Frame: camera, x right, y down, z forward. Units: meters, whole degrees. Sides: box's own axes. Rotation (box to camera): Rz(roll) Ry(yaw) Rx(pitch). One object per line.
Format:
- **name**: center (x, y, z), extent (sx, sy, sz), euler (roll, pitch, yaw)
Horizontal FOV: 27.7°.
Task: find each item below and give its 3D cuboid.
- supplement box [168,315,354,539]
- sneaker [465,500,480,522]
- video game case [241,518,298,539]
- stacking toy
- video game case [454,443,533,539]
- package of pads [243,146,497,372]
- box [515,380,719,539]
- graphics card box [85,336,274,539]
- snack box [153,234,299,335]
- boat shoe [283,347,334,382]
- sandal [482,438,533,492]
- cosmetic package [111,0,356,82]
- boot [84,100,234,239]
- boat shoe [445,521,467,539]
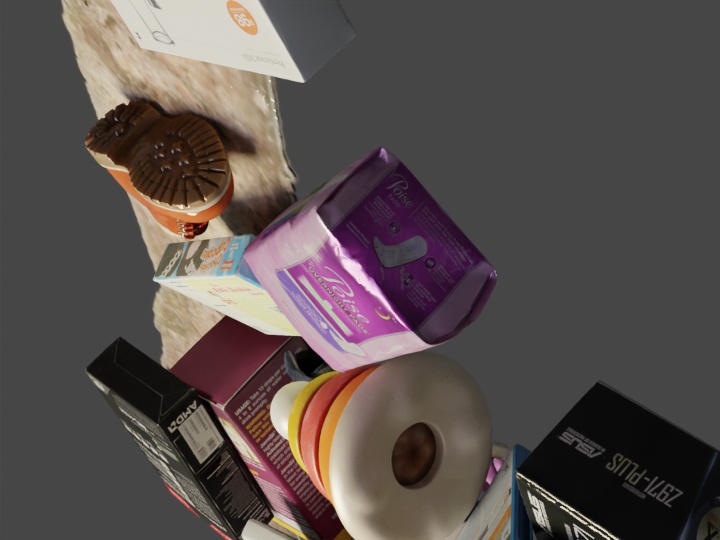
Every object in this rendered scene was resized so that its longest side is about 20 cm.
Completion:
- **supplement box**: center (-0.071, 0.149, 1.363), extent (0.130, 0.103, 0.201), euler (16, 145, 56)
- **sneaker**: center (0.087, 0.244, 1.213), extent (0.073, 0.087, 0.201), euler (35, 166, 27)
- **video game case**: center (0.014, 0.289, 1.306), extent (0.199, 0.024, 0.182), euler (17, 166, 41)
- **stacking toy**: center (-0.010, 0.120, 1.104), extent (0.199, 0.146, 0.147), euler (13, 142, 52)
- **video game case**: center (0.075, 0.216, 0.982), extent (0.018, 0.144, 0.200), euler (29, -162, -3)
- **package of pads**: center (0.000, 0.000, 0.974), extent (0.121, 0.076, 0.200), euler (48, 160, -7)
- **box**: center (0.199, 0.191, 0.913), extent (0.163, 0.086, 0.201), euler (32, 155, 38)
- **graphics card box**: center (-0.166, 0.162, 1.354), extent (0.125, 0.051, 0.201), euler (29, 155, 43)
- **snack box**: center (-0.081, 0.014, 1.163), extent (0.115, 0.037, 0.199), euler (27, 168, -23)
- **boat shoe**: center (-0.007, 0.125, 1.198), extent (0.200, 0.074, 0.093), euler (36, 158, 58)
- **sandal**: center (0.109, 0.170, 1.110), extent (0.202, 0.050, 0.083), euler (18, 146, 56)
- **cosmetic package**: center (-0.106, -0.195, 0.859), extent (0.199, 0.052, 0.151), euler (20, 150, 52)
- **boot**: center (-0.137, -0.065, 1.150), extent (0.108, 0.075, 0.200), euler (55, 167, -31)
- **boat shoe**: center (0.135, 0.239, 1.107), extent (0.197, 0.073, 0.066), euler (6, 167, 21)
